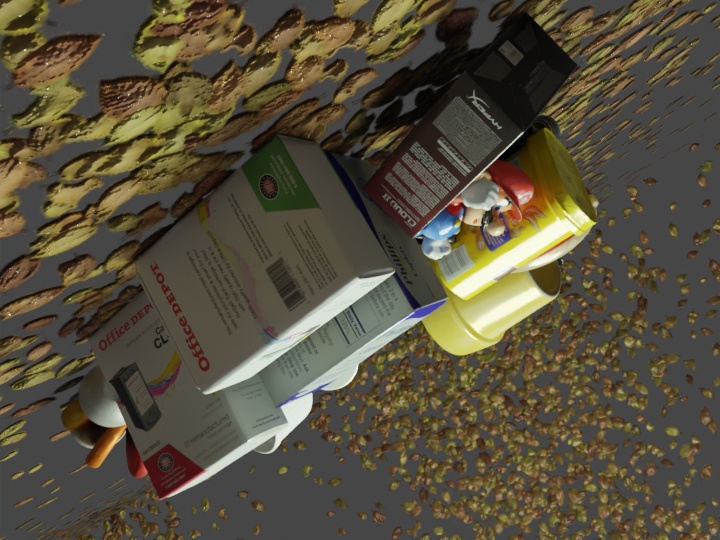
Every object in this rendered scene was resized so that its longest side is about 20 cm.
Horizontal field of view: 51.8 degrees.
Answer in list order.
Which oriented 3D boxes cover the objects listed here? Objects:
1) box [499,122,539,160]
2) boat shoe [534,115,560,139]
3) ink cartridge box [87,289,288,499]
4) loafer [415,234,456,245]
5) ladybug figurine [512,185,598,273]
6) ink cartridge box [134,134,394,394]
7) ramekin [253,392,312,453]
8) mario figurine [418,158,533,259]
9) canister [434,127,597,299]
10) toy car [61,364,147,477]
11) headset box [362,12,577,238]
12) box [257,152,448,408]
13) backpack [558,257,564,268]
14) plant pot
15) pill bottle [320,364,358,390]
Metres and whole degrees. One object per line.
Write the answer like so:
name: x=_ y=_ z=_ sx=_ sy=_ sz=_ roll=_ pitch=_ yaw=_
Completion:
box: x=0.139 y=-0.155 z=0.934 sx=0.159 sy=0.050 sz=0.200 roll=-33 pitch=170 yaw=18
boat shoe: x=0.196 y=-0.148 z=1.061 sx=0.199 sy=0.073 sz=0.072 roll=-38 pitch=166 yaw=31
ink cartridge box: x=-0.192 y=0.122 z=0.815 sx=0.147 sy=0.202 sz=0.085 roll=-36 pitch=168 yaw=23
loafer: x=0.028 y=-0.042 z=0.954 sx=0.197 sy=0.064 sz=0.072 roll=-16 pitch=176 yaw=9
ladybug figurine: x=0.236 y=-0.072 z=1.048 sx=0.198 sy=0.137 sz=0.072 roll=-23 pitch=140 yaw=27
ink cartridge box: x=-0.092 y=-0.003 z=0.683 sx=0.199 sy=0.146 sz=0.084 roll=-36 pitch=169 yaw=23
ramekin: x=-0.170 y=0.190 z=1.229 sx=0.097 sy=0.202 sz=0.200 roll=-32 pitch=172 yaw=-36
mario figurine: x=0.110 y=-0.055 z=0.858 sx=0.197 sy=0.107 sz=0.124 roll=-23 pitch=-159 yaw=5
canister: x=0.188 y=-0.069 z=0.963 sx=0.199 sy=0.150 sz=0.086 roll=-35 pitch=130 yaw=29
toy car: x=-0.291 y=0.195 z=1.005 sx=0.198 sy=0.151 sz=0.175 roll=-24 pitch=167 yaw=-35
headset box: x=0.099 y=-0.133 z=0.727 sx=0.149 sy=0.077 sz=0.200 roll=-48 pitch=-179 yaw=-42
box: x=-0.039 y=0.010 z=0.789 sx=0.199 sy=0.186 sz=0.104 roll=-36 pitch=166 yaw=25
backpack: x=0.285 y=-0.093 z=1.313 sx=0.132 sy=0.185 sz=0.201 roll=-15 pitch=155 yaw=1
plant pot: x=0.209 y=0.013 z=1.189 sx=0.187 sy=0.204 sz=0.200 roll=-24 pitch=176 yaw=35
pill bottle: x=-0.052 y=0.106 z=1.197 sx=0.114 sy=0.115 sz=0.200 roll=-33 pitch=-163 yaw=8
